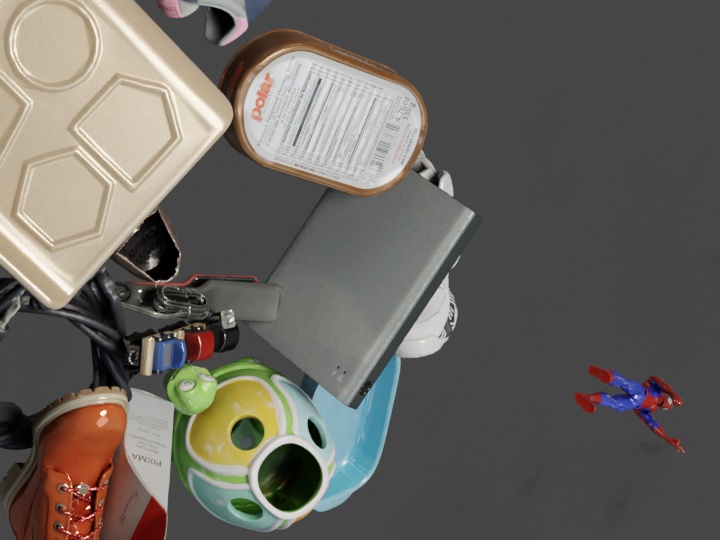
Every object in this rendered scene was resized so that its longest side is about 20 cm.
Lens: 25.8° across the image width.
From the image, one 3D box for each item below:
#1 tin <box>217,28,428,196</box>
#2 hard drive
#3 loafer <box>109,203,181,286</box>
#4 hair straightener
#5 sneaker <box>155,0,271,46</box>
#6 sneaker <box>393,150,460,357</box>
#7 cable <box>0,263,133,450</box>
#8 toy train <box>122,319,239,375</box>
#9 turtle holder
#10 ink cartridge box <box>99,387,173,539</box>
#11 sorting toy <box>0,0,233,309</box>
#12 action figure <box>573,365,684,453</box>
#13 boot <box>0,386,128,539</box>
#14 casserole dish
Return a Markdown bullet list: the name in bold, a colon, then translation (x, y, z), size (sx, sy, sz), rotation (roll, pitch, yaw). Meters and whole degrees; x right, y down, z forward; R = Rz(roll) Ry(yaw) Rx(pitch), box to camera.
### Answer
- **tin**: translation (-0.028, -0.129, 1.305), size (0.198, 0.042, 0.113), rotation (15, 100, -38)
- **hard drive**: translation (0.000, 0.000, 1.387), size (0.201, 0.139, 0.033), rotation (-56, 150, 3)
- **loafer**: translation (-0.187, -0.057, 1.194), size (0.073, 0.071, 0.200), rotation (-48, 143, -7)
- **hair straightener**: translation (-0.135, 0.020, 1.312), size (0.199, 0.076, 0.041), rotation (11, 94, -48)
- **sneaker**: translation (-0.129, -0.226, 1.122), size (0.083, 0.070, 0.199), rotation (-57, 142, 1)
- **sneaker**: translation (0.047, -0.019, 1.430), size (0.201, 0.074, 0.116), rotation (-76, 157, -50)
- **cable**: translation (-0.256, 0.083, 1.230), size (0.162, 0.051, 0.201), rotation (-25, 144, -22)
- **toy train**: translation (-0.143, 0.062, 1.295), size (0.200, 0.045, 0.035), rotation (-14, 110, -74)
- **turtle holder**: translation (-0.095, 0.146, 1.399), size (0.140, 0.131, 0.188), rotation (-23, 114, -21)
- **ink cartridge box**: translation (-0.204, 0.221, 1.285), size (0.047, 0.201, 0.161), rotation (19, 122, -15)
- **sorting toy**: translation (-0.214, -0.104, 1.102), size (0.185, 0.036, 0.200), rotation (45, 79, -22)
- **action figure**: translation (0.358, 0.171, 1.965), size (0.199, 0.099, 0.066), rotation (11, 112, -54)
- **boot**: translation (-0.225, 0.175, 1.251), size (0.074, 0.108, 0.201), rotation (-1, 143, -32)
- **casserole dish**: translation (-0.023, 0.150, 1.571), size (0.120, 0.039, 0.202), rotation (-17, 129, -39)
